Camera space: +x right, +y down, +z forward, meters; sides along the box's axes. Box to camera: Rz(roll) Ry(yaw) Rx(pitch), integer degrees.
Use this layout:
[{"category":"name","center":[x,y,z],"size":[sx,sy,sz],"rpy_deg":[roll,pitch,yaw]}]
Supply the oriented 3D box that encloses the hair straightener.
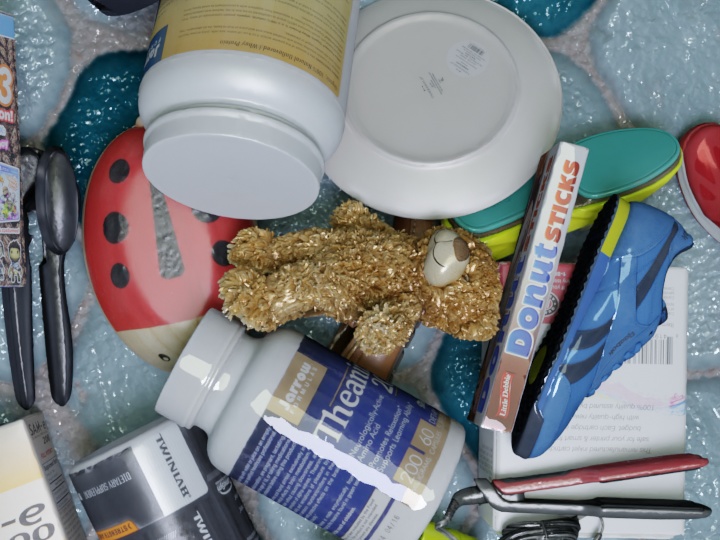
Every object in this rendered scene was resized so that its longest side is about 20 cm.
[{"category":"hair straightener","center":[0.151,0.178,0.871],"size":[0.199,0.041,0.077],"rpy_deg":[-7,90,-4]}]

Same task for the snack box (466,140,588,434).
[{"category":"snack box","center":[0.116,0.013,0.860],"size":[0.024,0.072,0.201],"rpy_deg":[16,86,-2]}]

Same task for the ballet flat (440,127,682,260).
[{"category":"ballet flat","center":[0.152,-0.053,0.947],"size":[0.199,0.067,0.067],"rpy_deg":[-20,54,-12]}]

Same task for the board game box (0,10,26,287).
[{"category":"board game box","center":[-0.335,-0.083,0.875],"size":[0.158,0.097,0.201],"rpy_deg":[-4,89,19]}]

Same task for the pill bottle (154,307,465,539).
[{"category":"pill bottle","center":[-0.037,0.109,0.858],"size":[0.199,0.111,0.111],"rpy_deg":[29,87,-2]}]

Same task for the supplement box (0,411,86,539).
[{"category":"supplement box","center":[-0.268,0.221,0.910],"size":[0.125,0.074,0.201],"rpy_deg":[-20,90,-5]}]

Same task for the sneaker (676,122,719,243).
[{"category":"sneaker","center":[0.322,-0.031,0.935],"size":[0.078,0.116,0.200],"rpy_deg":[-36,91,-4]}]

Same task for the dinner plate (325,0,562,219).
[{"category":"dinner plate","center":[0.053,-0.133,0.928],"size":[0.199,0.024,0.201],"rpy_deg":[-1,67,2]}]

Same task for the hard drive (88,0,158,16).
[{"category":"hard drive","center":[-0.151,-0.253,0.866],"size":[0.042,0.200,0.136],"rpy_deg":[18,87,-26]}]

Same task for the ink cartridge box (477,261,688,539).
[{"category":"ink cartridge box","center":[0.166,0.095,0.937],"size":[0.147,0.086,0.201],"rpy_deg":[3,89,-4]}]

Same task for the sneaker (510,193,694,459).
[{"category":"sneaker","center":[0.172,0.048,0.865],"size":[0.078,0.066,0.201],"rpy_deg":[26,85,-5]}]

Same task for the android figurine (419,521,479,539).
[{"category":"android figurine","center":[0.042,0.281,0.918],"size":[0.199,0.041,0.183],"rpy_deg":[27,78,-23]}]

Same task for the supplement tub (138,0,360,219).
[{"category":"supplement tub","center":[-0.077,-0.152,0.869],"size":[0.144,0.145,0.201],"rpy_deg":[9,66,-4]}]

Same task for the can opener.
[{"category":"can opener","center":[-0.244,0.006,0.924],"size":[0.063,0.079,0.201],"rpy_deg":[3,98,-12]}]

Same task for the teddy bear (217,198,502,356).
[{"category":"teddy bear","center":[0.000,0.000,0.851],"size":[0.199,0.145,0.067],"rpy_deg":[11,120,15]}]

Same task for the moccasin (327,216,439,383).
[{"category":"moccasin","center":[0.002,0.032,0.938],"size":[0.077,0.074,0.202],"rpy_deg":[23,97,-11]}]

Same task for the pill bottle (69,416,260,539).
[{"category":"pill bottle","center":[-0.125,0.211,0.905],"size":[0.106,0.106,0.201],"rpy_deg":[-26,91,-4]}]

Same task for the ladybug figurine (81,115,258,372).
[{"category":"ladybug figurine","center":[-0.143,-0.020,0.925],"size":[0.135,0.072,0.201],"rpy_deg":[-15,90,-4]}]
